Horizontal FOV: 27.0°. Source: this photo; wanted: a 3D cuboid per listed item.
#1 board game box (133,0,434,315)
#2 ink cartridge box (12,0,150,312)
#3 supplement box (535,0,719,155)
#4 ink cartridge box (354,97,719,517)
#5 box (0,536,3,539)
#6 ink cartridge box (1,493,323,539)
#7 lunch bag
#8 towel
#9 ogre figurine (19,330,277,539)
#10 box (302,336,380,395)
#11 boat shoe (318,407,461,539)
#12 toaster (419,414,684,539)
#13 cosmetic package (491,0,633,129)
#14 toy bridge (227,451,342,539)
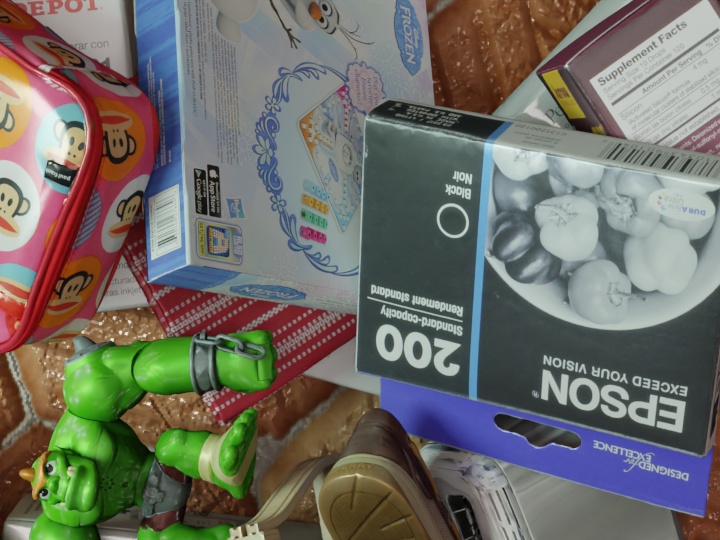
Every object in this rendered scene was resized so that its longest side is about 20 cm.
[{"bbox_3d":[-0.035,-0.082,0.841,0.197,0.043,0.203,10,69,-43],"label":"board game box"},{"bbox_3d":[-0.199,-0.074,0.897,0.142,0.085,0.203,-6,93,-3],"label":"ink cartridge box"},{"bbox_3d":[0.187,-0.049,0.790,0.085,0.110,0.201,-35,95,2],"label":"supplement box"},{"bbox_3d":[0.091,0.026,0.768,0.196,0.043,0.203,12,117,24],"label":"ink cartridge box"},{"bbox_3d":[-0.293,0.218,0.836,0.198,0.123,0.201,-39,78,20],"label":"box"},{"bbox_3d":[-0.122,0.226,0.921,0.197,0.083,0.149,7,93,-4],"label":"ink cartridge box"},{"bbox_3d":[-0.212,-0.052,0.791,0.199,0.082,0.178,33,111,22],"label":"lunch bag"},{"bbox_3d":[-0.074,-0.031,0.876,0.144,0.022,0.202,-32,104,-21],"label":"towel"},{"bbox_3d":[-0.123,0.123,0.838,0.118,0.098,0.202,15,115,10],"label":"ogre figurine"},{"bbox_3d":[0.000,0.000,0.939,0.197,0.036,0.146,15,92,-7],"label":"box"},{"bbox_3d":[0.033,0.162,0.849,0.071,0.072,0.201,-11,126,21],"label":"boat shoe"},{"bbox_3d":[0.112,0.150,0.899,0.128,0.113,0.202,-24,100,-30],"label":"toaster"},{"bbox_3d":[0.219,-0.093,0.907,0.200,0.123,0.199,44,90,-4],"label":"cosmetic package"},{"bbox_3d":[-0.010,0.142,0.885,0.027,0.199,0.068,-17,80,32],"label":"toy bridge"}]
